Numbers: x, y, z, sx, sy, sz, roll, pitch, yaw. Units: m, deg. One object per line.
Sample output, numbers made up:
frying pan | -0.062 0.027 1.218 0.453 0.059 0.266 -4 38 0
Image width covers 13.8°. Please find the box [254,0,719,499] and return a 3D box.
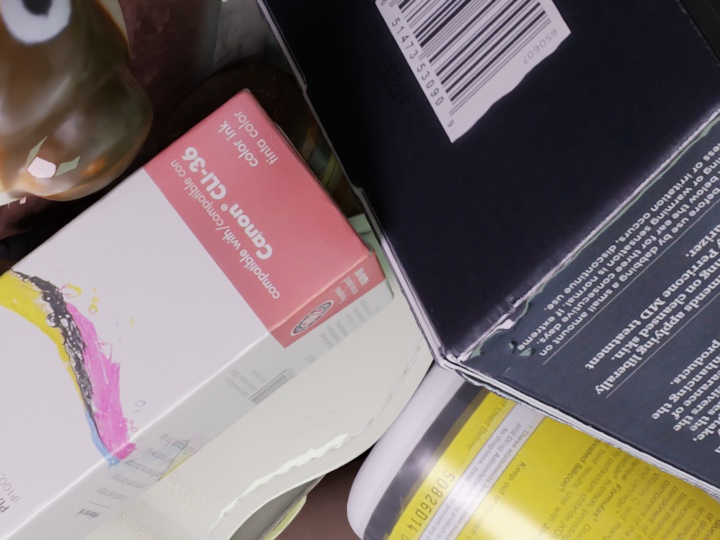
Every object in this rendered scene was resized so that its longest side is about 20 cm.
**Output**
box | 0.092 -0.044 0.941 0.124 0.200 0.197 -43 137 18

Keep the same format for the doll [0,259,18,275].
doll | -0.149 0.083 1.043 0.136 0.048 0.200 10 129 -6

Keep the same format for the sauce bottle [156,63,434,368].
sauce bottle | 0.000 0.000 1.070 0.066 0.066 0.200 -30 143 12

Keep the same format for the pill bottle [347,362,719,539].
pill bottle | 0.103 0.101 1.015 0.112 0.200 0.112 -50 170 -12

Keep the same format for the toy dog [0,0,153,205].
toy dog | -0.154 -0.027 0.851 0.200 0.140 0.194 -38 148 20

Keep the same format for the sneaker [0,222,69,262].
sneaker | -0.107 0.053 1.089 0.091 0.076 0.200 2 131 -11

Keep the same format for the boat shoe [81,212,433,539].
boat shoe | -0.047 0.059 0.998 0.202 0.072 0.060 -48 -177 -3

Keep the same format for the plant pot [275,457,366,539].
plant pot | 0.057 0.137 1.176 0.174 0.200 0.200 -5 142 7

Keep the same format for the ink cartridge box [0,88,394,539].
ink cartridge box | -0.090 0.038 0.910 0.200 0.068 0.116 -38 172 -2
